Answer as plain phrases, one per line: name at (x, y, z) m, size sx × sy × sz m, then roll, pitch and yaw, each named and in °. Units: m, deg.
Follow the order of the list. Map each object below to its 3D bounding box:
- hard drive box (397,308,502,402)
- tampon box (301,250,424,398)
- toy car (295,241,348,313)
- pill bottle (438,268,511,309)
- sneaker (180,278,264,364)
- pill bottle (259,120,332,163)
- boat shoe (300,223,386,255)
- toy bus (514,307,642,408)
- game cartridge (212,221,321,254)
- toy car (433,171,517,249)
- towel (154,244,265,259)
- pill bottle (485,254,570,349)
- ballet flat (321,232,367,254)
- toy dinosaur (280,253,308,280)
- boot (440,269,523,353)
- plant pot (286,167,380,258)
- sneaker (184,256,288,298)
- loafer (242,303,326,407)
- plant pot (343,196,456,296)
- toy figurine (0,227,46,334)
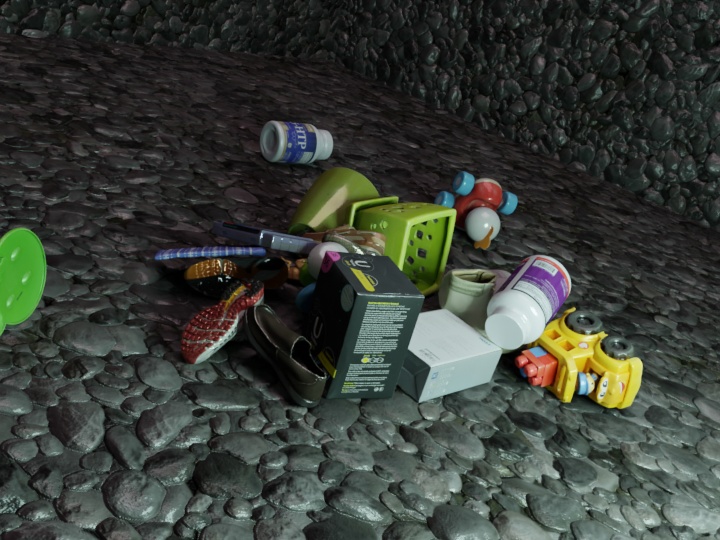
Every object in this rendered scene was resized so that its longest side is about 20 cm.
hard drive box at (0.132, 0.148, 1.451) m, size 0.200 × 0.077 × 0.156 m, roll -7°, pitch 32°, yaw -42°
tampon box at (-0.004, 0.091, 1.331) m, size 0.126 × 0.201 × 0.150 m, roll 4°, pitch 25°, yaw -27°
toy car at (-0.032, 0.056, 1.487) m, size 0.199 × 0.175 × 0.150 m, roll 20°, pitch 60°, yaw 8°
pill bottle at (0.277, 0.055, 1.712) m, size 0.199 × 0.115 × 0.114 m, roll 1°, pitch 27°, yaw -33°
sneaker at (-0.220, 0.097, 1.335) m, size 0.078 × 0.082 × 0.200 m, roll 14°, pitch 37°, yaw 28°
pill bottle at (-0.187, -0.379, 2.377) m, size 0.200 × 0.120 × 0.120 m, roll -4°, pitch 30°, yaw -39°
boat shoe at (-0.031, -0.055, 1.646) m, size 0.199 × 0.076 × 0.074 m, roll 11°, pitch 62°, yaw 32°
toy bus at (0.396, 0.182, 1.505) m, size 0.191 × 0.136 × 0.200 m, roll -14°, pitch 36°, yaw -28°
game cartridge at (-0.183, -0.064, 1.544) m, size 0.129 × 0.039 × 0.200 m, roll 15°, pitch -1°, yaw -45°
toy car at (0.317, -0.132, 2.170) m, size 0.184 × 0.177 × 0.201 m, roll 21°, pitch 48°, yaw -23°
towel at (-0.279, -0.031, 1.499) m, size 0.199 × 0.024 × 0.145 m, roll -3°, pitch 4°, yaw -10°
pill bottle at (0.312, 0.062, 1.503) m, size 0.112 × 0.113 × 0.200 m, roll 26°, pitch 43°, yaw 22°
ballet flat at (0.000, 0.000, 1.571) m, size 0.200 × 0.067 × 0.046 m, roll 41°, pitch 57°, yaw -18°
toy dinosaur at (-0.108, 0.004, 1.645) m, size 0.199 × 0.061 × 0.106 m, roll 1°, pitch 27°, yaw 13°
boot at (0.252, 0.080, 1.585) m, size 0.199 × 0.155 × 0.072 m, roll 9°, pitch 25°, yaw -14°
plant pot at (-0.075, -0.108, 1.797) m, size 0.187 × 0.188 × 0.200 m, roll 24°, pitch 38°, yaw 16°
sneaker at (-0.246, 0.009, 1.543) m, size 0.199 × 0.076 × 0.092 m, roll -1°, pitch 6°, yaw -27°
loafer at (-0.113, 0.123, 1.281) m, size 0.200 × 0.071 × 0.073 m, roll 51°, pitch 26°, yaw 21°
plant pot at (0.068, -0.055, 1.729) m, size 0.181 × 0.201 × 0.199 m, roll 22°, pitch 22°, yaw 31°
toy figurine at (-0.618, 0.018, 1.226) m, size 0.183 × 0.150 × 0.200 m, roll 6°, pitch 46°, yaw 9°
